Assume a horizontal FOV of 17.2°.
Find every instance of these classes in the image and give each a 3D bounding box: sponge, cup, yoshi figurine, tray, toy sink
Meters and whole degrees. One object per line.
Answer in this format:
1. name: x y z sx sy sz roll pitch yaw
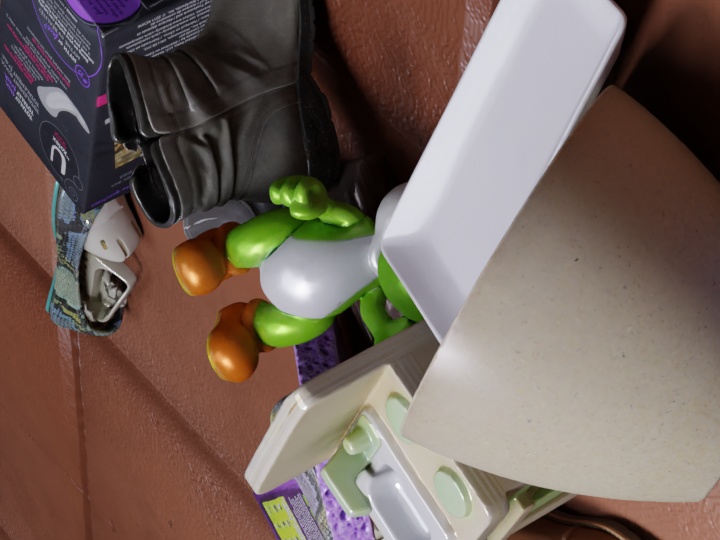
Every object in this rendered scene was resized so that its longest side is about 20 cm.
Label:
1. sponge: -0.021 0.073 1.501 0.200 0.030 0.112 -101 -1 -60
2. cup: 0.131 0.032 1.156 0.143 0.201 0.200 32 147 6
3. yoshi figurine: -0.005 0.001 1.342 0.112 0.199 0.112 41 -142 -56
4. tray: 0.076 -0.065 1.217 0.201 0.022 0.107 -63 34 23
5. toy sink: 0.057 0.093 1.299 0.112 0.200 0.130 56 152 16

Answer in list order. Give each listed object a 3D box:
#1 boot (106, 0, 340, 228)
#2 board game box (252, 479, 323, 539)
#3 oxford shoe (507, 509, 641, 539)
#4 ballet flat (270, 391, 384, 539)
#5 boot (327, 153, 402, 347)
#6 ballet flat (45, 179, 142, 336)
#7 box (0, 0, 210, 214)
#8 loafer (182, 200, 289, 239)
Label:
1. boot: -0.092 -0.128 1.413 0.068 0.130 0.201 -29 72 53
2. board game box: -0.004 0.237 1.733 0.201 0.032 0.120 63 158 -1
3. oxford shoe: 0.117 0.183 1.418 0.200 0.071 0.072 21 130 52
4. ballet flat: 0.007 0.166 1.610 0.201 0.072 0.072 60 154 4
5. boot: 0.013 0.034 1.487 0.201 0.064 0.186 62 155 10
6. ballet flat: -0.200 -0.019 1.835 0.074 0.074 0.200 51 153 24
7. box: -0.167 -0.154 1.588 0.122 0.106 0.200 51 152 21
8. loafer: -0.077 -0.033 1.515 0.200 0.072 0.073 -132 21 -64
